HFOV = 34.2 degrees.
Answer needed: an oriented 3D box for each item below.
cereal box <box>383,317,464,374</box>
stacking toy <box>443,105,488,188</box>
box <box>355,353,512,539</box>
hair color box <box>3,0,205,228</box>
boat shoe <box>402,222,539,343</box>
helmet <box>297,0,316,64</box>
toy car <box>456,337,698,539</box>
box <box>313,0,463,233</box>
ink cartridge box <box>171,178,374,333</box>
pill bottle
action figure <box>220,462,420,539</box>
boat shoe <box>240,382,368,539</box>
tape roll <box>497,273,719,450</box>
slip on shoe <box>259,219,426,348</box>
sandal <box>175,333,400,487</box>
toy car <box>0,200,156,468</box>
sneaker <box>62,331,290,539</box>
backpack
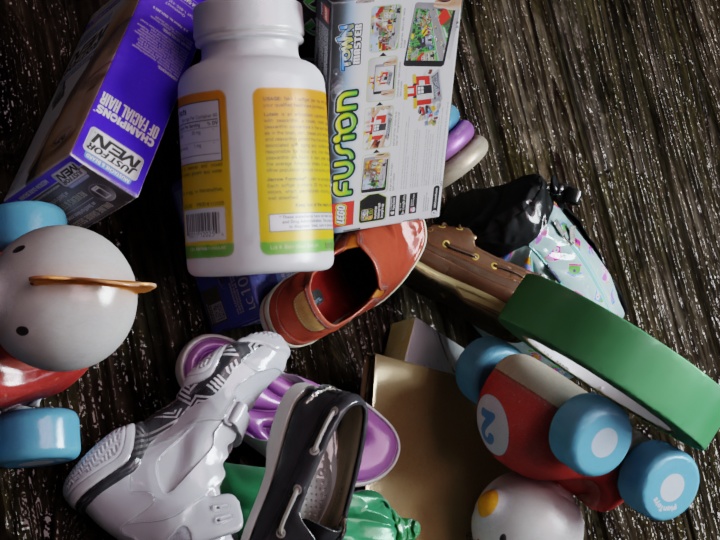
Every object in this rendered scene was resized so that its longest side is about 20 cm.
[{"bbox_3d":[0.095,0.152,1.118,0.200,0.040,0.144,33,58,-31],"label":"cereal box"},{"bbox_3d":[0.039,-0.177,1.166,0.200,0.085,0.085,53,47,-10],"label":"stacking toy"},{"bbox_3d":[0.077,0.173,1.055,0.200,0.021,0.164,17,69,-36],"label":"box"},{"bbox_3d":[-0.192,-0.133,0.908,0.065,0.109,0.200,33,54,-30],"label":"hair color box"},{"bbox_3d":[0.080,-0.009,1.094,0.200,0.072,0.068,31,75,10],"label":"boat shoe"},{"bbox_3d":[-0.050,-0.221,1.008,0.200,0.191,0.200,9,90,-80],"label":"helmet"},{"bbox_3d":[0.144,0.191,1.003,0.177,0.184,0.200,34,88,-29],"label":"toy car"},{"bbox_3d":[0.017,-0.128,0.932,0.110,0.035,0.200,-9,125,-20],"label":"box"},{"bbox_3d":[-0.074,-0.027,1.006,0.200,0.076,0.137,-12,83,-43],"label":"ink cartridge box"},{"bbox_3d":[-0.079,-0.097,0.877,0.111,0.111,0.200,-4,92,-44],"label":"pill bottle"},{"bbox_3d":[-0.043,0.208,0.929,0.200,0.055,0.118,6,72,-23],"label":"action figure"},{"bbox_3d":[-0.039,0.183,0.859,0.074,0.060,0.200,28,72,-51],"label":"boat shoe"},{"bbox_3d":[0.210,0.076,0.975,0.200,0.200,0.048,34,88,-30],"label":"tape roll"},{"bbox_3d":[0.000,0.000,0.970,0.200,0.061,0.074,-36,102,-44],"label":"slip on shoe"},{"bbox_3d":[-0.057,0.118,0.949,0.203,0.050,0.083,26,71,-12],"label":"sandal"},{"bbox_3d":[-0.223,0.023,0.757,0.177,0.200,0.185,7,70,-41],"label":"toy car"},{"bbox_3d":[-0.108,0.139,0.864,0.200,0.075,0.115,-38,76,-24],"label":"sneaker"},{"bbox_3d":[0.171,0.012,1.179,0.127,0.167,0.200,-48,112,-25],"label":"backpack"}]
